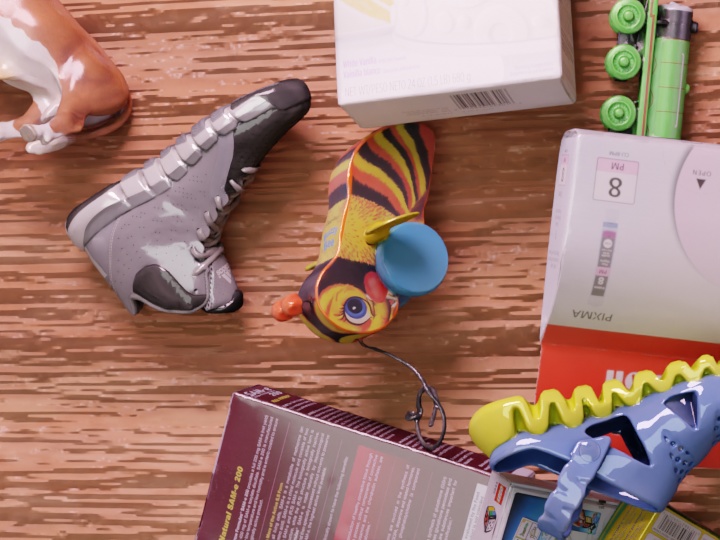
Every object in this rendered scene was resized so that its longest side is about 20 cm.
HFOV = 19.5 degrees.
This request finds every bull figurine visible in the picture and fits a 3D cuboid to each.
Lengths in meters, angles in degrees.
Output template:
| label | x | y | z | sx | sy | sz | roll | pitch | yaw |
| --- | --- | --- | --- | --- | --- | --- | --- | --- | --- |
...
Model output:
| label | x | y | z | sx | sy | sz | roll | pitch | yaw |
| --- | --- | --- | --- | --- | --- | --- | --- | --- | --- |
| bull figurine | -0.240 | -0.162 | 1.400 | 0.200 | 0.121 | 0.065 | 44 | 138 | 3 |

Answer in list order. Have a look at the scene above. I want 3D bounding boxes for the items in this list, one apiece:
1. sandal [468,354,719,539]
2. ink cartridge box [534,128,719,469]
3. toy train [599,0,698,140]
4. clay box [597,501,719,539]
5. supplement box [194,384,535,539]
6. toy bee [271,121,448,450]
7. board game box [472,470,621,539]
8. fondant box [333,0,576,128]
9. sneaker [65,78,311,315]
| label | x | y | z | sx | sy | sz | roll | pitch | yaw |
| --- | --- | --- | --- | --- | --- | --- | --- | --- | --- |
| sandal | 0.169 | 0.105 | 1.255 | 0.199 | 0.080 | 0.088 | -15 | 71 | 6 |
| ink cartridge box | 0.195 | 0.021 | 1.294 | 0.161 | 0.057 | 0.201 | 6 | 89 | -7 |
| toy train | 0.177 | -0.079 | 1.326 | 0.056 | 0.042 | 0.201 | 6 | 94 | 4 |
| clay box | 0.166 | 0.246 | 1.297 | 0.115 | 0.048 | 0.201 | 31 | 93 | -22 |
| supplement box | 0.002 | 0.155 | 1.369 | 0.199 | 0.061 | 0.110 | 17 | 97 | 13 |
| toy bee | 0.000 | 0.000 | 1.322 | 0.108 | 0.131 | 0.201 | 4 | 55 | -23 |
| board game box | 0.116 | 0.234 | 1.322 | 0.126 | 0.035 | 0.201 | 14 | 97 | -22 |
| fondant box | 0.056 | -0.199 | 1.322 | 0.143 | 0.058 | 0.201 | -6 | 76 | 15 |
| sneaker | -0.091 | -0.036 | 1.388 | 0.199 | 0.075 | 0.116 | -32 | 89 | 24 |
